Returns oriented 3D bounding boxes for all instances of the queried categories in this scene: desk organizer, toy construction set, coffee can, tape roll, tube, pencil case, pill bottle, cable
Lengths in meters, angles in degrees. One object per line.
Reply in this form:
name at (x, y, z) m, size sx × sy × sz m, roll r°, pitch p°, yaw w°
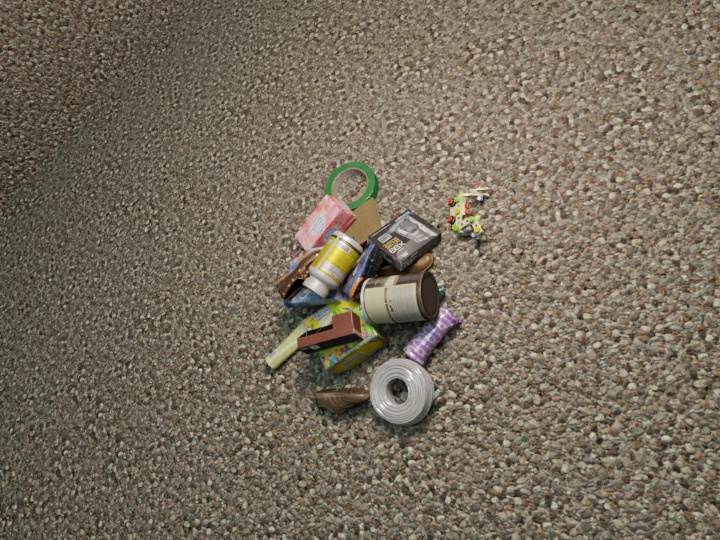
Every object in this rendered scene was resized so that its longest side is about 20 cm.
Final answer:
desk organizer at (-0.099, 0.193, 1.598) m, size 0.200 × 0.072 × 0.077 m, roll -17°, pitch 61°, yaw 17°
toy construction set at (0.354, -0.194, 1.683) m, size 0.131 × 0.092 × 0.200 m, roll -11°, pitch 55°, yaw 46°
coffee can at (0.121, 0.085, 1.562) m, size 0.200 × 0.146 × 0.147 m, roll -8°, pitch 67°, yaw 29°
tape roll at (-0.032, -0.306, 1.918) m, size 0.200 × 0.048 × 0.201 m, roll -9°, pitch 67°, yaw 21°
tube at (-0.240, 0.259, 1.789) m, size 0.200 × 0.052 × 0.058 m, roll -44°, pitch 101°, yaw -2°
pencil case at (0.219, 0.206, 1.592) m, size 0.085 × 0.084 × 0.200 m, roll 39°, pitch 90°, yaw -8°
pill bottle at (-0.090, -0.014, 1.613) m, size 0.112 × 0.112 × 0.200 m, roll 31°, pitch 81°, yaw 30°
cable at (0.123, 0.368, 1.557) m, size 0.200 × 0.069 × 0.200 m, roll 32°, pitch 98°, yaw 31°

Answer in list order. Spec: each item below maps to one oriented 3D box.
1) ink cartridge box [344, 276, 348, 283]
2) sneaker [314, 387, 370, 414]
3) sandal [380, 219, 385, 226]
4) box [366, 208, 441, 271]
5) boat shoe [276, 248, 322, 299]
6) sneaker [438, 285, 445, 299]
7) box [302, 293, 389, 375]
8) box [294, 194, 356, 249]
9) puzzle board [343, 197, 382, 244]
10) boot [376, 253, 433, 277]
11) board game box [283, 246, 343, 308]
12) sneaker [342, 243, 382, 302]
ink cartridge box at (-0.102, 0.011, 1.795) m, size 0.200 × 0.095 × 0.037 m, roll 4°, pitch 71°, yaw 24°
sneaker at (-0.052, 0.418, 1.638) m, size 0.200 × 0.070 × 0.076 m, roll -7°, pitch 93°, yaw 30°
sandal at (0.061, -0.081, 1.786) m, size 0.050 × 0.082 × 0.203 m, roll 21°, pitch 73°, yaw -15°
box at (0.146, -0.104, 1.715) m, size 0.200 × 0.050 × 0.158 m, roll -35°, pitch 56°, yaw -24°
boat shoe at (-0.186, 0.017, 1.672) m, size 0.200 × 0.070 × 0.070 m, roll -43°, pitch 46°, yaw 11°
sneaker at (0.174, 0.083, 1.664) m, size 0.200 × 0.078 × 0.091 m, roll -24°, pitch 59°, yaw 11°
box at (-0.048, 0.202, 1.682) m, size 0.200 × 0.122 × 0.193 m, roll -34°, pitch 61°, yaw 8°
box at (-0.126, -0.158, 1.839) m, size 0.200 × 0.103 × 0.095 m, roll -49°, pitch 58°, yaw 18°
puzzle board at (-0.012, -0.149, 1.832) m, size 0.200 × 0.017 × 0.151 m, roll -34°, pitch 52°, yaw 26°
boot at (0.143, -0.018, 1.715) m, size 0.200 × 0.075 × 0.074 m, roll -15°, pitch 63°, yaw 16°
board game box at (-0.151, 0.019, 1.722) m, size 0.199 × 0.043 × 0.200 m, roll -8°, pitch 61°, yaw 23°
sneaker at (0.000, 0.000, 1.640) m, size 0.078 × 0.075 × 0.200 m, roll 18°, pitch 74°, yaw 40°
